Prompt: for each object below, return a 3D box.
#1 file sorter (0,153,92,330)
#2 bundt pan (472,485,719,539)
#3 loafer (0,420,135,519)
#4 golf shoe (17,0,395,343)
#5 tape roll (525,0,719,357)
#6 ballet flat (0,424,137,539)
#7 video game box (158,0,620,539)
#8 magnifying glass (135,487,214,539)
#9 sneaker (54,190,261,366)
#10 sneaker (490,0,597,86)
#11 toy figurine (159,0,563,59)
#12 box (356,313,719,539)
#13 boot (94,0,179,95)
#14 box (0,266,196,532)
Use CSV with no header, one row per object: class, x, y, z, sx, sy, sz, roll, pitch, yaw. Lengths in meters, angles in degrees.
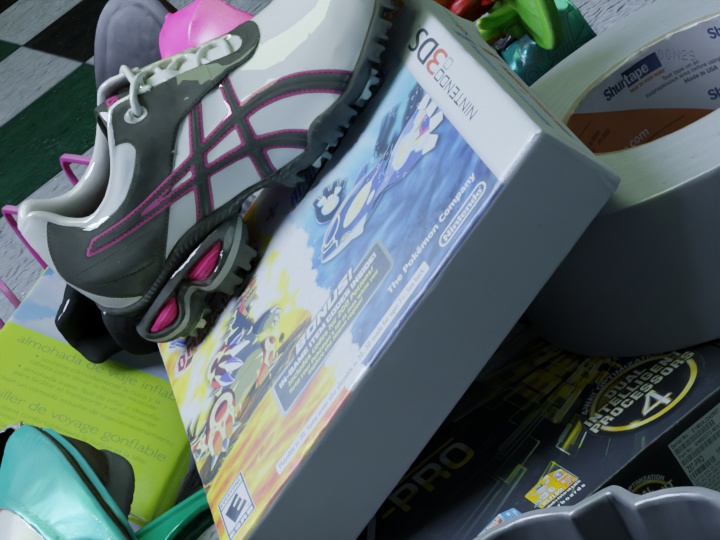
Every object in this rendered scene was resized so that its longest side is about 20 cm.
file sorter,-0.169,0.010,1.109,0.200,0.126,0.139,-42,21,-16
bundt pan,0.056,0.157,0.518,0.202,0.076,0.202,-29,21,13
loafer,-0.147,0.135,0.758,0.075,0.070,0.200,-46,21,21
golf shoe,-0.059,-0.066,0.751,0.200,0.088,0.077,-55,22,9
tape roll,0.142,-0.052,0.735,0.200,0.066,0.200,-28,21,12
ballet flat,-0.098,0.129,0.667,0.070,0.067,0.200,-29,48,-27
video game box,0.000,0.000,0.724,0.200,0.047,0.182,-55,24,12
magnifying glass,-0.096,0.131,0.790,0.200,0.022,0.080,-12,43,60
sneaker,-0.083,0.004,0.889,0.200,0.074,0.088,-14,37,47
sneaker,0.085,-0.095,1.021,0.121,0.084,0.200,-33,18,33
toy figurine,-0.014,-0.121,0.914,0.184,0.150,0.200,-33,-9,1
box,0.051,0.092,0.705,0.200,0.049,0.161,-38,18,-9
boot,-0.068,-0.094,1.050,0.068,0.188,0.200,-31,12,20
box,-0.134,0.060,0.958,0.200,0.122,0.048,-64,-5,-53
